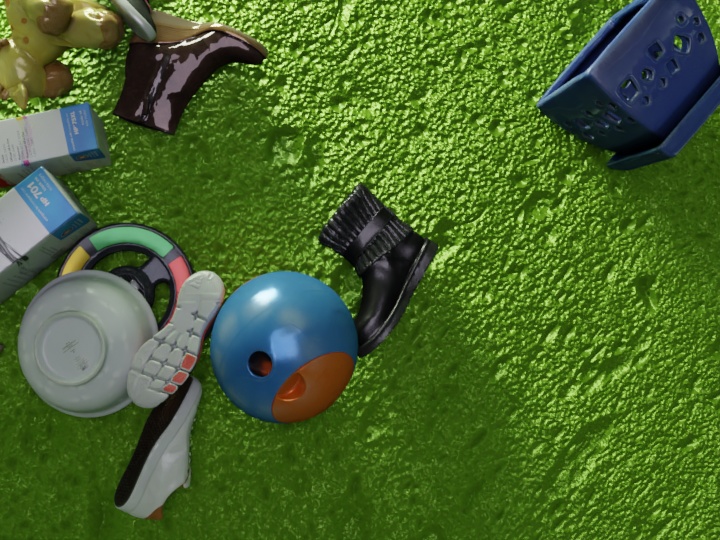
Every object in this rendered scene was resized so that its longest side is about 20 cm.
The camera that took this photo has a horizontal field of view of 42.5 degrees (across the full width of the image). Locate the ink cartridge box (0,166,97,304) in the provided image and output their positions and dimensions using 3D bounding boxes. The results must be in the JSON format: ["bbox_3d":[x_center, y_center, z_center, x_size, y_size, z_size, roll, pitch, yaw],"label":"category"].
[{"bbox_3d":[-0.466,-0.036,1.244,0.199,0.146,0.086,-38,91,-8],"label":"ink cartridge box"}]

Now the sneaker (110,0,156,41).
[{"bbox_3d":[-0.315,-0.412,1.309,0.099,0.071,0.201,-34,63,-8],"label":"sneaker"}]

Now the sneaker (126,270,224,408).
[{"bbox_3d":[-0.240,0.101,1.258,0.076,0.082,0.201,30,76,8],"label":"sneaker"}]

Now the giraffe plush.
[{"bbox_3d":[-0.443,-0.307,1.281,0.198,0.173,0.164,19,105,-14],"label":"giraffe plush"}]

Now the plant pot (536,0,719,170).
[{"bbox_3d":[0.404,-0.265,1.334,0.180,0.200,0.200,44,81,-6],"label":"plant pot"}]

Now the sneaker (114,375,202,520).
[{"bbox_3d":[-0.262,0.249,1.290,0.084,0.072,0.202,35,74,-33],"label":"sneaker"}]

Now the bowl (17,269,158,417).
[{"bbox_3d":[-0.376,0.101,1.240,0.198,0.090,0.204,0,90,1],"label":"bowl"}]

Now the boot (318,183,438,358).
[{"bbox_3d":[0.000,0.000,1.321,0.157,0.079,0.213,34,72,-9],"label":"boot"}]

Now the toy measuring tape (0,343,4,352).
[{"bbox_3d":[-0.587,0.058,1.278,0.199,0.073,0.074,35,81,-24],"label":"toy measuring tape"}]

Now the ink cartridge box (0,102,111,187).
[{"bbox_3d":[-0.454,-0.166,1.273,0.197,0.116,0.068,-13,87,-7],"label":"ink cartridge box"}]

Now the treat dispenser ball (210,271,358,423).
[{"bbox_3d":[-0.102,0.102,1.242,0.198,0.201,0.204,1,85,-6],"label":"treat dispenser ball"}]

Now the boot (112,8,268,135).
[{"bbox_3d":[-0.244,-0.273,1.331,0.197,0.072,0.169,14,85,2],"label":"boot"}]

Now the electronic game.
[{"bbox_3d":[-0.330,0.033,1.305,0.197,0.042,0.203,1,84,-6],"label":"electronic game"}]
